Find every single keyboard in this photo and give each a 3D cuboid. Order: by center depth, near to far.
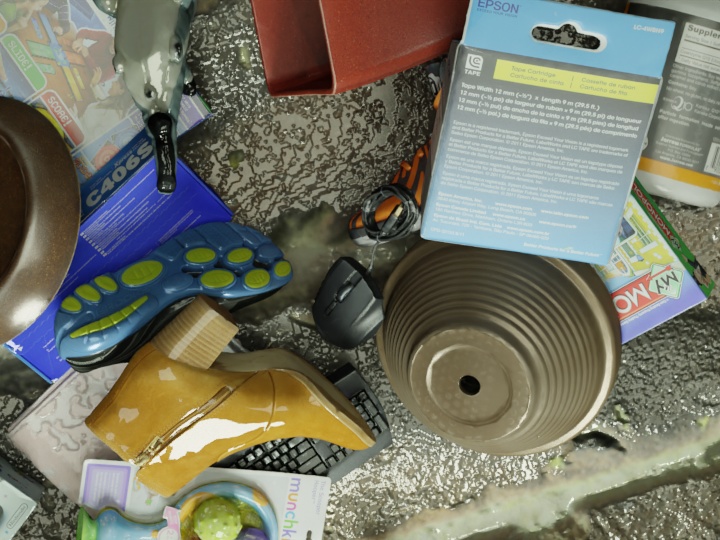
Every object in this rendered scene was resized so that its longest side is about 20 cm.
[{"bbox_3d":[-0.082,0.140,1.362,0.200,0.021,0.127,-34,102,0],"label":"keyboard"}]

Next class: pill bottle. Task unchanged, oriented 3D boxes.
[{"bbox_3d":[0.254,-0.158,1.335,0.116,0.116,0.201,14,96,-6],"label":"pill bottle"}]

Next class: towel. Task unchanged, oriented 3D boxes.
[{"bbox_3d":[-0.153,0.136,1.382,0.191,0.032,0.200,-44,98,2],"label":"towel"}]

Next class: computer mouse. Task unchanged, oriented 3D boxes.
[{"bbox_3d":[0.000,0.000,1.312,0.034,0.200,0.059,-24,64,-31],"label":"computer mouse"}]

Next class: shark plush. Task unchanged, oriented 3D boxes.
[{"bbox_3d":[-0.138,-0.160,1.282,0.090,0.083,0.201,-21,69,15],"label":"shark plush"}]

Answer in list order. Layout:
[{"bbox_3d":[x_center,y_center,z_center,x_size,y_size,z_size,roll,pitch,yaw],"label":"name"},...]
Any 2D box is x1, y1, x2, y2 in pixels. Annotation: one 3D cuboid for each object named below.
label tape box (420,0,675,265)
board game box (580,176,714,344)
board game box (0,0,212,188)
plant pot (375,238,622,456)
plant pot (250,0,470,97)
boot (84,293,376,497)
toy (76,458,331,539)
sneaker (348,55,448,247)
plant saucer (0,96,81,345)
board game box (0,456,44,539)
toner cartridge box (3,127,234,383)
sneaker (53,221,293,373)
[{"bbox_3d":[0.128,-0.110,1.204,0.142,0.066,0.201,9,122,-3],"label":"label tape box"},{"bbox_3d":[0.159,0.007,1.339,0.200,0.029,0.135,-32,99,34],"label":"board game box"},{"bbox_3d":[-0.227,-0.168,1.333,0.135,0.034,0.200,-34,99,0],"label":"board game box"},{"bbox_3d":[0.097,0.068,1.320,0.200,0.093,0.202,9,116,18],"label":"plant pot"},{"bbox_3d":[0.018,-0.246,1.275,0.175,0.200,0.201,-12,99,-16],"label":"plant pot"},{"bbox_3d":[-0.100,0.122,1.307,0.201,0.071,0.144,37,97,-24],"label":"boot"},{"bbox_3d":[-0.126,0.216,1.341,0.199,0.047,0.116,7,106,-11],"label":"toy"},{"bbox_3d":[0.062,-0.104,1.355,0.199,0.078,0.112,-29,91,-6],"label":"sneaker"},{"bbox_3d":[-0.302,-0.039,1.290,0.199,0.034,0.201,-6,78,26],"label":"plant saucer"},{"bbox_3d":[-0.377,0.177,1.353,0.200,0.064,0.148,37,93,-7],"label":"board game box"},{"bbox_3d":[-0.205,-0.011,1.332,0.200,0.043,0.095,-42,129,1],"label":"toner cartridge box"},{"bbox_3d":[-0.147,0.023,1.324,0.199,0.083,0.071,-23,67,-22],"label":"sneaker"}]
